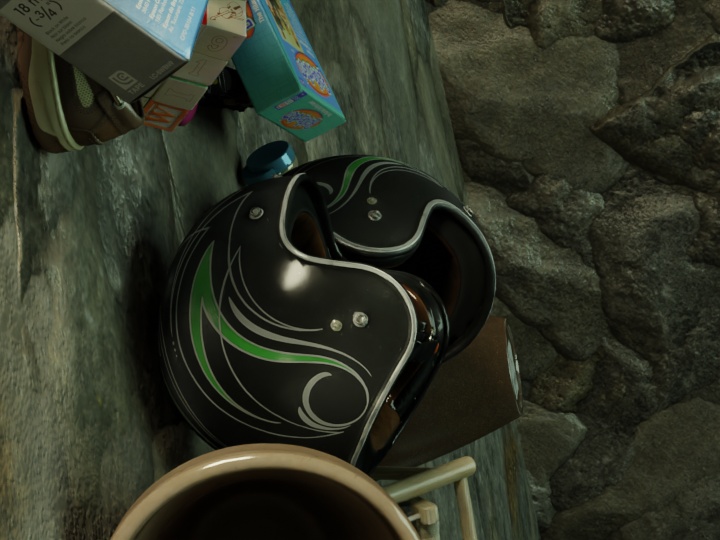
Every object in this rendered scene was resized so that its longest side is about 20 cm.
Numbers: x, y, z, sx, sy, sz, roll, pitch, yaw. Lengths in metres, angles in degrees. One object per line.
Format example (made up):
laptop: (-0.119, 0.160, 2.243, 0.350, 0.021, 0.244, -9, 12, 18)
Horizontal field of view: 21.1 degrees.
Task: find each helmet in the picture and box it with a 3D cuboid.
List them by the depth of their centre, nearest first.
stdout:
helmet: (-0.048, 0.040, 1.349, 0.200, 0.191, 0.200, -57, 167, -20)
helmet: (0.000, 0.000, 1.546, 0.191, 0.200, 0.200, -29, 112, -53)

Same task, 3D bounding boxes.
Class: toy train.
toy train: (-0.106, -0.154, 1.625, 0.200, 0.046, 0.034, -19, 99, -81)
toy train: (-0.068, -0.018, 1.667, 0.116, 0.085, 0.200, 58, 26, -28)

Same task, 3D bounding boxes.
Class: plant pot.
plant pot: (-0.062, 0.195, 1.182, 0.175, 0.200, 0.200, -151, -129, -83)
plant pot: (0.048, 0.107, 1.827, 0.187, 0.200, 0.187, -9, 90, -81)

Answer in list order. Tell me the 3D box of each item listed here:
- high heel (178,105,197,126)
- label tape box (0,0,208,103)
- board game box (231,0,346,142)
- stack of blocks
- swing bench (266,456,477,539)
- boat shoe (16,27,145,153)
high heel: (-0.112, -0.202, 1.479, 0.067, 0.096, 0.200, 63, 20, -61)
label tape box: (-0.171, -0.210, 1.076, 0.200, 0.063, 0.144, 35, 49, -26)
board game box: (-0.088, -0.214, 1.613, 0.200, 0.045, 0.152, 65, 10, 11)
stack of blocks: (-0.106, -0.195, 1.255, 0.200, 0.059, 0.115, -45, -140, 46)
swing bench: (-0.008, 0.252, 1.361, 0.200, 0.130, 0.199, -22, 105, -51)
boat shoe: (-0.172, -0.175, 1.158, 0.075, 0.075, 0.202, -66, 146, -73)
